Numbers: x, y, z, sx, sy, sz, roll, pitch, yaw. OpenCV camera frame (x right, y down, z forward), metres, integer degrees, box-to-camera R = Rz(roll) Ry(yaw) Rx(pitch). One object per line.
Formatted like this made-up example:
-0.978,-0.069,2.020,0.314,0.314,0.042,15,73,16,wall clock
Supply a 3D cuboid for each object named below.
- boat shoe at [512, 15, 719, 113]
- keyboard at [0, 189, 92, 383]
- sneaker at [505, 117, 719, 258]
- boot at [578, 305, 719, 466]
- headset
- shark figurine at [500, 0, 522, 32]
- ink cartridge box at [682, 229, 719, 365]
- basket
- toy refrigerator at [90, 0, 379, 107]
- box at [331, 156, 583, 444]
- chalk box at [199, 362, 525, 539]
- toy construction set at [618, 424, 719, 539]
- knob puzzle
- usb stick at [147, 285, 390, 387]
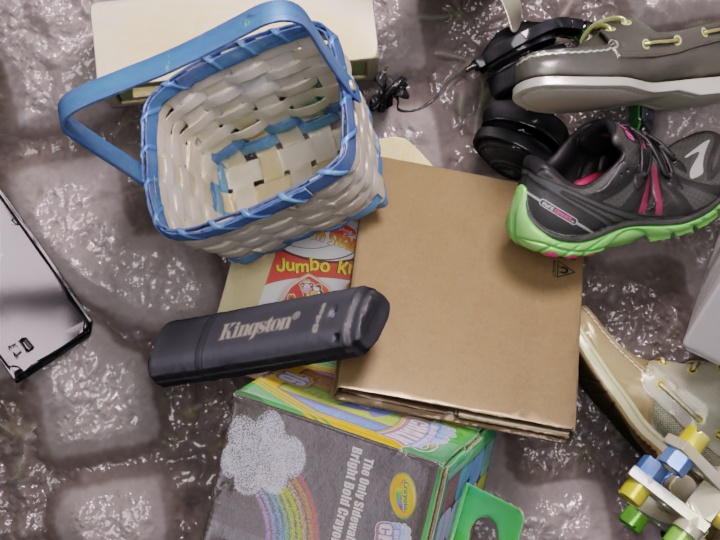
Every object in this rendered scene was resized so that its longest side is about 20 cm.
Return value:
0.185,-0.146,1.383,0.202,0.072,0.060,-4,84,-34,boat shoe
-0.290,-0.008,1.432,0.104,0.040,0.200,-33,83,-27,keyboard
0.190,-0.067,1.370,0.200,0.077,0.084,-18,121,-34,sneaker
0.249,0.068,1.399,0.155,0.072,0.200,-42,91,-3,boot
0.111,-0.121,1.432,0.200,0.094,0.124,5,79,-15,headset
0.036,-0.225,1.387,0.089,0.214,0.128,-20,71,37,shark figurine
0.300,-0.039,1.330,0.084,0.145,0.200,26,43,2,ink cartridge box
-0.083,-0.095,1.318,0.176,0.200,0.139,-20,63,15,basket
-0.089,-0.162,1.422,0.200,0.076,0.070,-6,84,-2,toy refrigerator
0.072,0.016,1.357,0.163,0.021,0.200,11,55,-4,box
0.014,0.152,1.324,0.200,0.124,0.125,18,106,16,chalk box
0.250,0.187,1.298,0.092,0.131,0.200,-36,90,-10,toy construction set
0.000,0.000,1.426,0.219,0.030,0.220,0,83,-1,knob puzzle
-0.066,0.046,1.334,0.033,0.200,0.055,51,48,-30,usb stick
